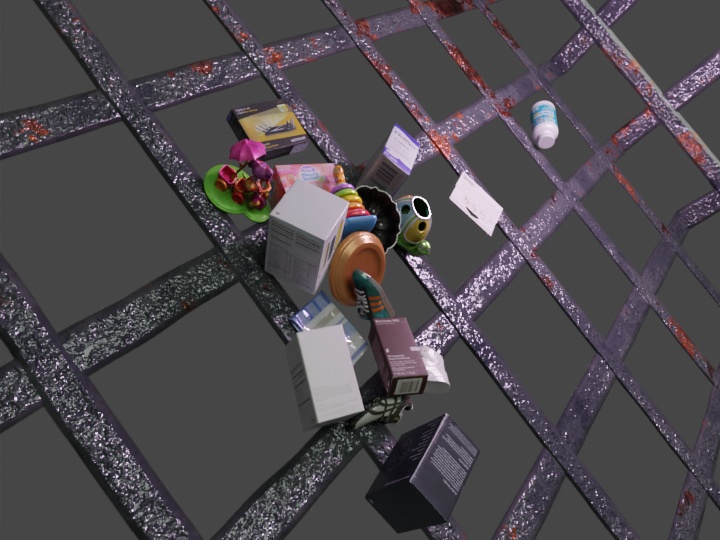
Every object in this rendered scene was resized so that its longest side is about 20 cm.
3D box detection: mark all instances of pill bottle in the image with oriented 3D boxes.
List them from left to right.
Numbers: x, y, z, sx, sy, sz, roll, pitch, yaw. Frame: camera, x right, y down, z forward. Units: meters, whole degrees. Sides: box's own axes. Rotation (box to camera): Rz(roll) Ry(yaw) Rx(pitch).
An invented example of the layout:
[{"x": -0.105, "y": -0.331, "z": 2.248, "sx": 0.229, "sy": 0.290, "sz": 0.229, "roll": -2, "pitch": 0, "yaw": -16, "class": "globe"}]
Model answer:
[{"x": 0.790, "y": -0.622, "z": 2.424, "sx": 0.108, "sy": 0.111, "sz": 0.205, "roll": 21, "pitch": 53, "yaw": -21, "class": "pill bottle"}]

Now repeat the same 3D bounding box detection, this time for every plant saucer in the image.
[{"x": 0.000, "y": 0.000, "z": 1.490, "sx": 0.197, "sy": 0.037, "sz": 0.206, "roll": -18, "pitch": 117, "yaw": -39, "class": "plant saucer"}]

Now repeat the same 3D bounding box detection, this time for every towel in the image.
[{"x": -0.075, "y": 0.162, "z": 1.438, "sx": 0.201, "sy": 0.024, "sz": 0.146, "roll": 49, "pitch": 47, "yaw": 1, "class": "towel"}]

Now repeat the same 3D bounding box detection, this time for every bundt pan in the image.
[{"x": 0.014, "y": -0.132, "z": 1.601, "sx": 0.195, "sy": 0.076, "sz": 0.209, "roll": 1, "pitch": 84, "yaw": -12, "class": "bundt pan"}]

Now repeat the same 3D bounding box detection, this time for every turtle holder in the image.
[{"x": 0.147, "y": -0.138, "z": 1.691, "sx": 0.138, "sy": 0.132, "sz": 0.190, "roll": 25, "pitch": 52, "yaw": -19, "class": "turtle holder"}]

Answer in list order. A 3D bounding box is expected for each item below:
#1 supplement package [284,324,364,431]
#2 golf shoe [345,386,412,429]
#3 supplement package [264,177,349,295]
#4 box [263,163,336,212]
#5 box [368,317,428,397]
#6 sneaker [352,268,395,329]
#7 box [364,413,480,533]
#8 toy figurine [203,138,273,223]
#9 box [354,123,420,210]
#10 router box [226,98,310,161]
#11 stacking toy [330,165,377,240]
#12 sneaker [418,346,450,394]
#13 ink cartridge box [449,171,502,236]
[{"x": -0.087, "y": 0.247, "z": 1.298, "sx": 0.118, "sy": 0.120, "sz": 0.206, "roll": -7, "pitch": 71, "yaw": -25, "class": "supplement package"}, {"x": 0.056, "y": 0.348, "z": 1.380, "sx": 0.197, "sy": 0.077, "sz": 0.097, "roll": -27, "pitch": 92, "yaw": -31, "class": "golf shoe"}, {"x": -0.135, "y": -0.082, "z": 1.399, "sx": 0.147, "sy": 0.203, "sz": 0.153, "roll": 24, "pitch": 49, "yaw": 7, "class": "supplement package"}, {"x": -0.156, "y": -0.227, "z": 1.561, "sx": 0.196, "sy": 0.103, "sz": 0.097, "roll": -11, "pitch": 69, "yaw": -36, "class": "box"}, {"x": 0.092, "y": 0.213, "z": 1.415, "sx": 0.097, "sy": 0.077, "sz": 0.202, "roll": -1, "pitch": 37, "yaw": -17, "class": "box"}, {"x": 0.022, "y": 0.083, "z": 1.467, "sx": 0.080, "sy": 0.071, "sz": 0.202, "roll": -46, "pitch": 129, "yaw": -17, "class": "sneaker"}, {"x": 0.140, "y": 0.464, "z": 1.285, "sx": 0.124, "sy": 0.200, "sz": 0.197, "roll": 46, "pitch": 49, "yaw": -1, "class": "box"}, {"x": -0.282, "y": -0.240, "z": 1.429, "sx": 0.198, "sy": 0.184, "sz": 0.152, "roll": 38, "pitch": 49, "yaw": -8, "class": "toy figurine"}, {"x": 0.077, "y": -0.301, "z": 1.688, "sx": 0.104, "sy": 0.184, "sz": 0.202, "roll": 33, "pitch": 40, "yaw": -10, "class": "box"}, {"x": -0.264, "y": -0.405, "z": 1.626, "sx": 0.198, "sy": 0.052, "sz": 0.159, "roll": -27, "pitch": 80, "yaw": -41, "class": "router box"}, {"x": -0.041, "y": -0.192, "z": 1.512, "sx": 0.107, "sy": 0.116, "sz": 0.206, "roll": -8, "pitch": 72, "yaw": -27, "class": "stacking toy"}, {"x": 0.140, "y": 0.255, "z": 1.506, "sx": 0.195, "sy": 0.075, "sz": 0.117, "roll": 17, "pitch": 39, "yaw": -18, "class": "sneaker"}, {"x": 0.394, "y": -0.223, "z": 1.966, "sx": 0.199, "sy": 0.045, "sz": 0.177, "roll": 41, "pitch": 48, "yaw": -6, "class": "ink cartridge box"}]
